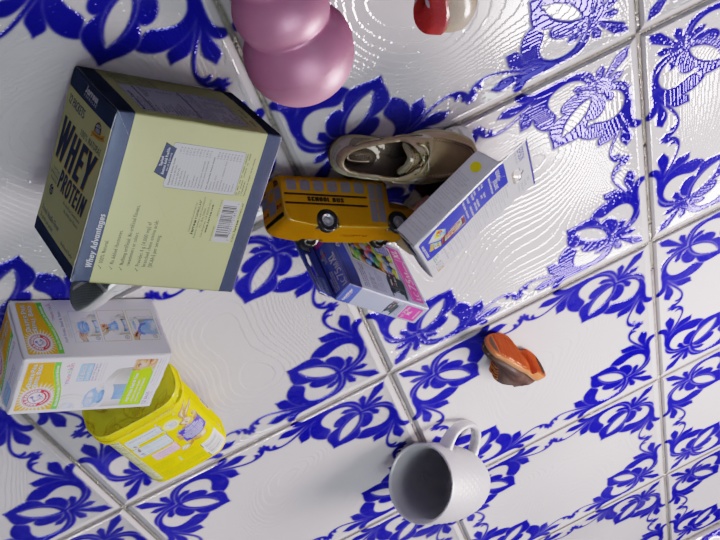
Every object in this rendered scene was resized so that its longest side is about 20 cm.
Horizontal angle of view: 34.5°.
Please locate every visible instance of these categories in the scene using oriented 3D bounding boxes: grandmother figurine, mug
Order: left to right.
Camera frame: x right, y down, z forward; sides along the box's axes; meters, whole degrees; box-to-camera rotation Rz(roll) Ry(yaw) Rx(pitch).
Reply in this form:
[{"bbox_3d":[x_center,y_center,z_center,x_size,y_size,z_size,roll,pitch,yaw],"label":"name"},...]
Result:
[{"bbox_3d":[0.105,-0.112,1.596,0.121,0.060,0.201,-31,152,-46],"label":"grandmother figurine"},{"bbox_3d":[0.169,0.375,2.170,0.175,0.147,0.201,12,99,-51],"label":"mug"}]

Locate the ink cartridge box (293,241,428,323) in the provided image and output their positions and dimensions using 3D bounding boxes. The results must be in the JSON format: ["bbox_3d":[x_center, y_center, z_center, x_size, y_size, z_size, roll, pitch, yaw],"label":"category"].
[{"bbox_3d":[0.000,0.000,1.606,0.199,0.120,0.042,16,128,-43],"label":"ink cartridge box"}]

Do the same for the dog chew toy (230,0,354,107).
[{"bbox_3d":[-0.081,-0.271,1.230,0.124,0.125,0.201,-26,136,-2],"label":"dog chew toy"}]

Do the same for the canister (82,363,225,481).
[{"bbox_3d":[-0.300,0.228,1.721,0.148,0.087,0.200,-28,145,1],"label":"canister"}]

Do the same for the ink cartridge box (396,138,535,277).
[{"bbox_3d":[0.144,-0.089,1.549,0.200,0.047,0.198,-45,163,-1],"label":"ink cartridge box"}]

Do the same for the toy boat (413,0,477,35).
[{"bbox_3d":[0.062,-0.347,1.247,0.130,0.131,0.201,2,144,12],"label":"toy boat"}]

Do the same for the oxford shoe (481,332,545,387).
[{"bbox_3d":[0.253,0.166,2.016,0.073,0.072,0.200,-34,144,18],"label":"oxford shoe"}]

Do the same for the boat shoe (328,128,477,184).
[{"bbox_3d":[0.061,-0.142,1.483,0.198,0.065,0.073,0,105,-16],"label":"boat shoe"}]

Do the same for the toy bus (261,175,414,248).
[{"bbox_3d":[-0.027,-0.077,1.518,0.199,0.079,0.065,0,161,-30],"label":"toy bus"}]

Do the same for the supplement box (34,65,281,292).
[{"bbox_3d":[-0.227,-0.098,1.285,0.199,0.134,0.201,5,114,-36],"label":"supplement box"}]

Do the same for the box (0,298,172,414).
[{"bbox_3d":[-0.367,0.111,1.521,0.199,0.102,0.113,1,135,-33],"label":"box"}]

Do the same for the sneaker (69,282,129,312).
[{"bbox_3d":[-0.282,-0.009,1.458,0.200,0.071,0.080,-39,145,14],"label":"sneaker"}]
